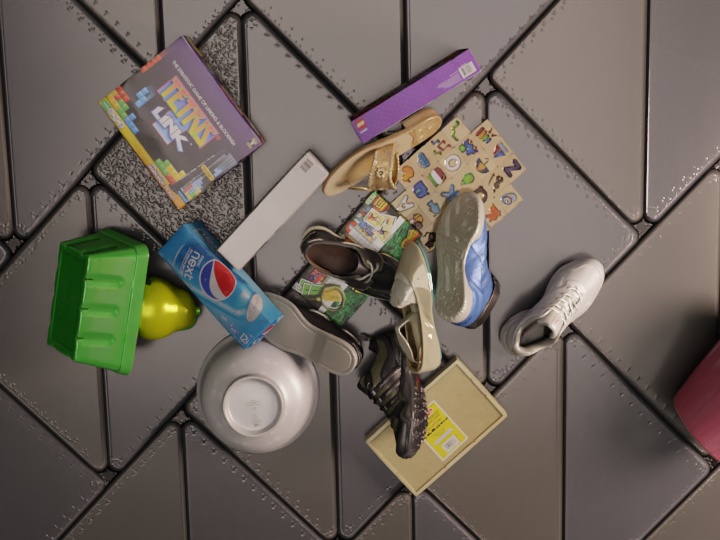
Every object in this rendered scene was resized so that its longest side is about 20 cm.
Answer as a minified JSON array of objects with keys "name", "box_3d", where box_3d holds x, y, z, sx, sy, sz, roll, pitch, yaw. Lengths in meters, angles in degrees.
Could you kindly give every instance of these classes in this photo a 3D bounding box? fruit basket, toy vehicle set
[{"name":"fruit basket","box_3d":[-0.357,0.049,1.685,0.214,0.154,0.219,-17,116,-40]},{"name":"toy vehicle set","box_3d":[0.120,0.249,1.757,0.200,0.027,0.125,-42,97,6]}]

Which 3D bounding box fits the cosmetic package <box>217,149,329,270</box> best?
[{"name":"cosmetic package","box_3d":[-0.130,-0.092,1.672,0.051,0.083,0.200,42,97,-9]}]

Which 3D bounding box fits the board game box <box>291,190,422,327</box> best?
[{"name":"board game box","box_3d":[-0.006,-0.015,1.712,0.104,0.023,0.201,40,99,-8]}]

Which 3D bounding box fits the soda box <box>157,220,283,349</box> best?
[{"name":"soda box","box_3d":[-0.211,0.021,1.673,0.064,0.068,0.200,-44,84,15]}]

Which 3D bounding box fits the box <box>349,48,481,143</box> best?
[{"name":"box","box_3d":[0.076,-0.258,1.616,0.198,0.137,0.039,-31,99,4]}]

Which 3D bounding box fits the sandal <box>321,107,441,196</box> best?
[{"name":"sandal","box_3d":[0.043,-0.157,1.654,0.210,0.078,0.070,-35,66,1]}]

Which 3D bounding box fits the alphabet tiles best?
[{"name":"alphabet tiles","box_3d":[0.150,-0.130,1.704,0.199,0.006,0.167,-40,98,6]}]

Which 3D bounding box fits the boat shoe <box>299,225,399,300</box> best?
[{"name":"boat shoe","box_3d":[0.000,0.000,1.670,0.198,0.068,0.073,25,100,-9]}]

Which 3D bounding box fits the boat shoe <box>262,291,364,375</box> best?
[{"name":"boat shoe","box_3d":[-0.083,0.092,1.712,0.198,0.060,0.075,27,108,13]}]

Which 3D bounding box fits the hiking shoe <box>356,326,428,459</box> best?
[{"name":"hiking shoe","box_3d":[0.048,0.193,1.715,0.099,0.076,0.204,-9,72,19]}]

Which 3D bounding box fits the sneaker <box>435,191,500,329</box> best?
[{"name":"sneaker","box_3d":[0.169,-0.011,1.692,0.076,0.111,0.204,-3,74,30]}]

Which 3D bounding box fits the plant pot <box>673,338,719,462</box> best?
[{"name":"plant pot","box_3d":[0.585,0.189,1.678,0.200,0.200,0.179,43,113,-7]}]

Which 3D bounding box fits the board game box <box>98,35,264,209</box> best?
[{"name":"board game box","box_3d":[-0.268,-0.222,1.662,0.164,0.057,0.201,-37,98,7]}]

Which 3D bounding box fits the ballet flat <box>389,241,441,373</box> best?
[{"name":"ballet flat","box_3d":[0.077,0.060,1.641,0.068,0.070,0.203,-11,105,2]}]

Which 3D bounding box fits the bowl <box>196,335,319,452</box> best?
[{"name":"bowl","box_3d":[-0.164,0.199,1.716,0.197,0.090,0.205,0,99,0]}]

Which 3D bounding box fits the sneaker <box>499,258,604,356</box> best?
[{"name":"sneaker","box_3d":[0.303,0.066,1.690,0.078,0.099,0.200,42,97,-7]}]
